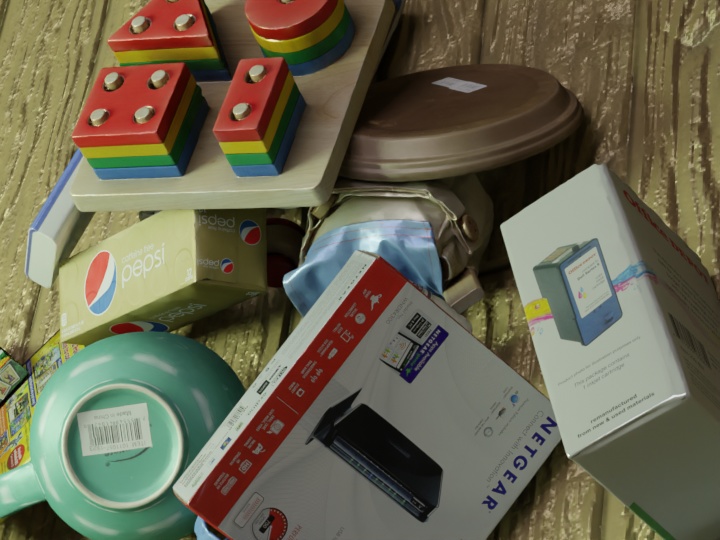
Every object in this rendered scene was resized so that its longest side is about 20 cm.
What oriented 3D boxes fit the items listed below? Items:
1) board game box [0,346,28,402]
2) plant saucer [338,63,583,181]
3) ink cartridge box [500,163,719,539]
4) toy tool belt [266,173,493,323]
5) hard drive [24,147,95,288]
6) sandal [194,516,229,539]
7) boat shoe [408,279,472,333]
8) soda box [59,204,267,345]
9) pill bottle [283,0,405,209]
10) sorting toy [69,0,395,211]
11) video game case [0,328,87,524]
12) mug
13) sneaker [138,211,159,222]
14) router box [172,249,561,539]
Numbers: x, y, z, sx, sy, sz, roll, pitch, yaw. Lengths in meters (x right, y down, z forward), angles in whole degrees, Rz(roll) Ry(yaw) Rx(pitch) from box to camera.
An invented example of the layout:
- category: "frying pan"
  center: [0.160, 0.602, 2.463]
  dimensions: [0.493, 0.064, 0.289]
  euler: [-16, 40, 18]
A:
- category: "board game box"
  center: [-0.354, 0.143, 1.806]
  dimensions: [0.200, 0.023, 0.105]
  euler: [-48, 21, -8]
- category: "plant saucer"
  center: [0.061, -0.111, 1.600]
  dimensions: [0.200, 0.030, 0.200]
  euler: [-9, 20, 3]
- category: "ink cartridge box"
  center: [0.176, 0.054, 1.371]
  dimensions: [0.087, 0.145, 0.200]
  euler: [-31, 45, 20]
- category: "toy tool belt"
  center: [0.000, 0.000, 1.578]
  dimensions: [0.200, 0.125, 0.123]
  euler: [-15, 46, 24]
- category: "hard drive"
  center: [-0.202, -0.091, 1.738]
  dimensions: [0.200, 0.025, 0.132]
  euler: [-61, 1, -19]
- category: "sandal"
  center: [-0.034, 0.162, 1.512]
  dimensions: [0.200, 0.087, 0.080]
  euler: [-35, 41, 11]
- category: "boat shoe"
  center: [0.008, 0.080, 1.540]
  dimensions: [0.200, 0.066, 0.072]
  euler: [-50, 16, 39]
- category: "soda box"
  center: [-0.149, 0.004, 1.647]
  dimensions: [0.200, 0.064, 0.068]
  euler: [-22, 65, 51]
- category: "pill bottle"
  center: [-0.049, -0.156, 1.749]
  dimensions: [0.114, 0.114, 0.200]
  euler: [2, 60, 41]
- category: "sorting toy"
  center: [-0.099, -0.141, 1.585]
  dimensions: [0.200, 0.070, 0.199]
  euler: [-1, 50, 24]
- category: "video game case"
  center: [-0.266, 0.127, 1.731]
  dimensions: [0.181, 0.026, 0.200]
  euler: [-44, 20, 4]
- category: "mug"
  center: [-0.166, 0.133, 1.568]
  dimensions: [0.152, 0.114, 0.185]
  euler: [35, 93, 5]
- category: "sneaker"
  center: [-0.130, -0.058, 1.779]
  dimensions: [0.081, 0.075, 0.200]
  euler: [-21, 47, 15]
- category: "router box"
  center: [0.010, 0.119, 1.434]
  dimensions: [0.200, 0.179, 0.049]
  euler: [-53, 17, -6]
